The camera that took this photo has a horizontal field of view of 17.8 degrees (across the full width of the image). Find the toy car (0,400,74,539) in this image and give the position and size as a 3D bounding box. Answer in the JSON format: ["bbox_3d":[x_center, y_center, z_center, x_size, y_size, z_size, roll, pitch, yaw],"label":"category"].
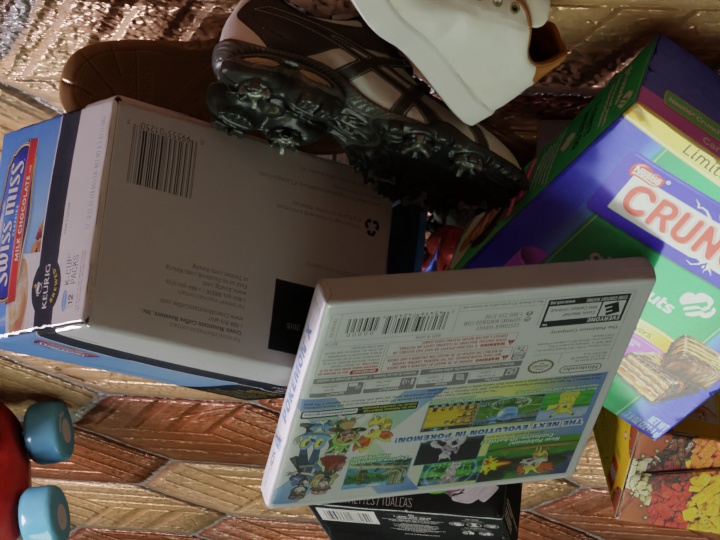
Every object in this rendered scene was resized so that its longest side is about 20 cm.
[{"bbox_3d":[-0.389,0.170,2.163,0.184,0.177,0.200,-9,147,11],"label":"toy car"}]

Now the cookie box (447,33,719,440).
[{"bbox_3d":[0.174,-0.015,1.348,0.171,0.075,0.200,34,131,-11],"label":"cookie box"}]

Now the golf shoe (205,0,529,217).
[{"bbox_3d":[0.012,-0.099,1.296,0.200,0.095,0.078,24,144,-24],"label":"golf shoe"}]

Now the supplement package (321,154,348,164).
[{"bbox_3d":[-0.073,-0.021,1.536,0.200,0.110,0.114,6,162,0],"label":"supplement package"}]

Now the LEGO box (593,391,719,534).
[{"bbox_3d":[0.253,0.108,1.695,0.149,0.077,0.200,9,-153,-7],"label":"LEGO box"}]

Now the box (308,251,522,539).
[{"bbox_3d":[0.049,0.097,1.710,0.148,0.200,0.124,4,161,9],"label":"box"}]

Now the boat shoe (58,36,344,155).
[{"bbox_3d":[-0.075,-0.103,1.370,0.200,0.074,0.069,6,174,3],"label":"boat shoe"}]

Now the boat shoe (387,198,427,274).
[{"bbox_3d":[0.000,0.000,1.430,0.069,0.200,0.084,9,165,-9],"label":"boat shoe"}]

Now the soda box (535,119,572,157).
[{"bbox_3d":[0.209,-0.052,1.416,0.200,0.068,0.063,0,159,18],"label":"soda box"}]

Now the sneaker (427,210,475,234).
[{"bbox_3d":[0.082,-0.025,1.562,0.079,0.074,0.200,28,164,4],"label":"sneaker"}]

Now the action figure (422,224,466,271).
[{"bbox_3d":[0.060,0.040,1.501,0.065,0.099,0.200,28,160,20],"label":"action figure"}]

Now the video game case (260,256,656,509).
[{"bbox_3d":[0.054,0.066,1.328,0.200,0.022,0.182,-4,138,-20],"label":"video game case"}]

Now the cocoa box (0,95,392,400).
[{"bbox_3d":[-0.100,-0.006,1.335,0.200,0.133,0.131,14,166,-35],"label":"cocoa box"}]

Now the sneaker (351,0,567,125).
[{"bbox_3d":[0.045,-0.153,1.196,0.085,0.073,0.200,-28,147,16],"label":"sneaker"}]
